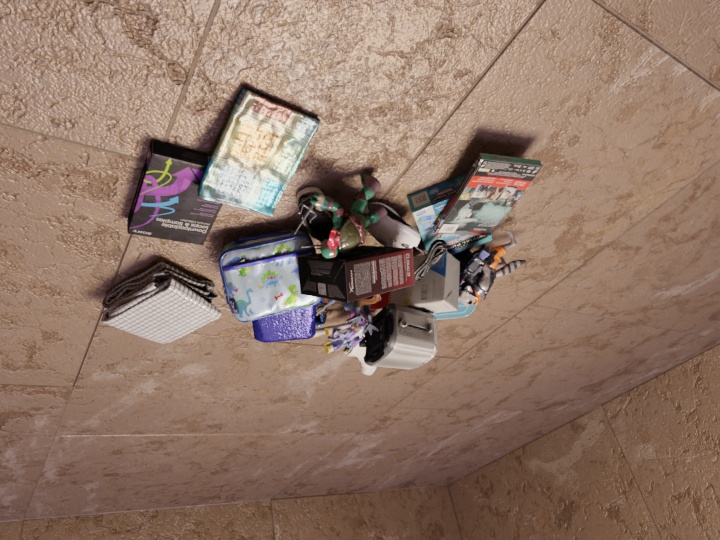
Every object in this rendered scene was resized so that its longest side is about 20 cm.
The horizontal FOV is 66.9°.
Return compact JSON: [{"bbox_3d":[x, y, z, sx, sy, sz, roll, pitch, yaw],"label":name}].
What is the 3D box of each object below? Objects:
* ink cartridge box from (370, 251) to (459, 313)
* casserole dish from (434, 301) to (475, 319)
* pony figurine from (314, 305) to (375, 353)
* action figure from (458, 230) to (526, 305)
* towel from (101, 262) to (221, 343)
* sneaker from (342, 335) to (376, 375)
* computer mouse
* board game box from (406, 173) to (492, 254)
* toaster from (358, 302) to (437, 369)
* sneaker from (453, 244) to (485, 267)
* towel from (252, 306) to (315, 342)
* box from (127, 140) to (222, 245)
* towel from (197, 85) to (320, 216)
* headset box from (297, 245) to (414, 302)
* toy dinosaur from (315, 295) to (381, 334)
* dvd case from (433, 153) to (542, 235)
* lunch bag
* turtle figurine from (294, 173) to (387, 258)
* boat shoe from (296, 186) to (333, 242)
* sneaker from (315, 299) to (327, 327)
[{"bbox_3d":[0.121,0.036,1.228,0.197,0.119,0.067,-10,154,37],"label":"ink cartridge box"},{"bbox_3d":[0.241,0.093,1.486,0.196,0.039,0.122,-2,144,-16],"label":"casserole dish"},{"bbox_3d":[-0.007,0.137,1.359,0.197,0.170,0.192,-18,179,-29],"label":"pony figurine"},{"bbox_3d":[0.286,0.002,1.218,0.193,0.104,0.200,-45,173,-19],"label":"action figure"},{"bbox_3d":[-0.419,0.068,1.155,0.197,0.087,0.165,-26,144,20],"label":"towel"},{"bbox_3d":[-0.002,0.232,1.573,0.113,0.075,0.202,-1,135,-17],"label":"sneaker"},{"bbox_3d":[0.081,-0.062,1.118,0.198,0.044,0.110,33,127,-16],"label":"computer mouse"},{"bbox_3d":[0.195,-0.109,1.161,0.148,0.048,0.201,-20,146,8],"label":"board game box"},{"bbox_3d":[0.087,0.156,1.215,0.127,0.116,0.200,12,150,-18],"label":"toaster"},{"bbox_3d":[0.193,-0.017,1.287,0.196,0.061,0.105,-16,150,-9],"label":"sneaker"},{"bbox_3d":[-0.170,0.060,1.201,0.144,0.050,0.204,-3,116,-9],"label":"towel"},{"bbox_3d":[-0.314,-0.126,0.950,0.141,0.037,0.200,8,141,-31],"label":"box"},{"bbox_3d":[-0.168,-0.184,0.894,0.145,0.022,0.201,12,125,-36],"label":"towel"},{"bbox_3d":[0.000,0.000,1.061,0.197,0.079,0.147,-13,-167,-40],"label":"headset box"},{"bbox_3d":[-0.007,0.053,1.208,0.104,0.184,0.200,18,128,-32],"label":"toy dinosaur"},{"bbox_3d":[0.245,-0.142,1.071,0.143,0.022,0.201,0,141,-24],"label":"dvd case"},{"bbox_3d":[-0.181,0.006,1.100,0.196,0.083,0.164,-11,107,-8],"label":"lunch bag"},{"bbox_3d":[-0.032,-0.080,0.993,0.200,0.100,0.151,-44,154,-30],"label":"turtle figurine"},{"bbox_3d":[-0.067,-0.084,1.083,0.072,0.061,0.201,-19,146,7],"label":"boat shoe"},{"bbox_3d":[-0.149,0.080,1.277,0.198,0.080,0.075,17,135,-39],"label":"sneaker"}]
